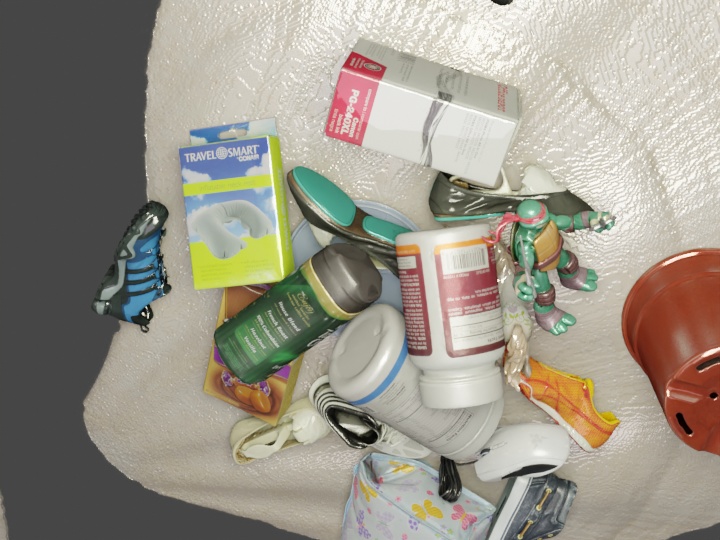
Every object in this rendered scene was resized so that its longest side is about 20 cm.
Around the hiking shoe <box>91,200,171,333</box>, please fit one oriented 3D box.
[{"bbox_3d":[-0.283,-0.008,1.256,0.086,0.075,0.200,25,127,-12],"label":"hiking shoe"}]

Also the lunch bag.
[{"bbox_3d":[0.070,0.364,1.342,0.200,0.127,0.170,25,121,25],"label":"lunch bag"}]

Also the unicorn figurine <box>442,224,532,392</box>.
[{"bbox_3d":[0.178,0.040,1.176,0.074,0.200,0.138,-18,132,-6],"label":"unicorn figurine"}]

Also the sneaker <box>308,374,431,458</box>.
[{"bbox_3d":[0.024,0.220,1.268,0.200,0.115,0.076,29,102,-20],"label":"sneaker"}]

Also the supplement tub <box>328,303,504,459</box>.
[{"bbox_3d":[0.070,0.142,1.208,0.200,0.132,0.132,33,117,-26],"label":"supplement tub"}]

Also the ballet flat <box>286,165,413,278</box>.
[{"bbox_3d":[-0.014,-0.049,1.158,0.200,0.068,0.068,31,125,-6],"label":"ballet flat"}]

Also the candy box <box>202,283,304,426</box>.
[{"bbox_3d":[-0.134,0.099,1.264,0.116,0.056,0.200,23,122,10],"label":"candy box"}]

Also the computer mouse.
[{"bbox_3d":[0.180,0.237,1.250,0.200,0.110,0.044,-21,135,33],"label":"computer mouse"}]

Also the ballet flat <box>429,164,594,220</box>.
[{"bbox_3d":[0.181,-0.091,1.132,0.199,0.068,0.069,2,102,7],"label":"ballet flat"}]

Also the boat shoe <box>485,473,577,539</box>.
[{"bbox_3d":[0.231,0.367,1.347,0.091,0.071,0.201,21,115,3],"label":"boat shoe"}]

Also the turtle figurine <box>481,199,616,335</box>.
[{"bbox_3d":[0.215,-0.021,1.069,0.150,0.101,0.200,-40,140,-8],"label":"turtle figurine"}]

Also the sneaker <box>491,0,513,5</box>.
[{"bbox_3d":[0.082,-0.351,1.037,0.200,0.076,0.088,42,129,-8],"label":"sneaker"}]

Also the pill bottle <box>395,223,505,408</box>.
[{"bbox_3d":[0.106,0.051,1.095,0.114,0.114,0.201,-6,93,12],"label":"pill bottle"}]

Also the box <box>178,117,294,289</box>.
[{"bbox_3d":[-0.153,-0.082,1.168,0.121,0.048,0.201,-6,93,12],"label":"box"}]

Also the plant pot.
[{"bbox_3d":[0.420,0.104,1.122,0.200,0.195,0.201,4,116,8],"label":"plant pot"}]

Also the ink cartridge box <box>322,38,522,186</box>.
[{"bbox_3d":[0.073,-0.179,1.068,0.199,0.145,0.084,18,117,0],"label":"ink cartridge box"}]

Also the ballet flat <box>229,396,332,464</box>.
[{"bbox_3d":[-0.098,0.226,1.336,0.199,0.070,0.070,-22,110,18],"label":"ballet flat"}]

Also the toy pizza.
[{"bbox_3d":[0.000,0.000,1.230,0.199,0.032,0.201,3,114,7],"label":"toy pizza"}]

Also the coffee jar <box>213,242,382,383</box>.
[{"bbox_3d":[-0.071,0.049,1.124,0.200,0.104,0.085,-37,82,20],"label":"coffee jar"}]

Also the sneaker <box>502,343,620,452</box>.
[{"bbox_3d":[0.258,0.154,1.254,0.200,0.073,0.077,40,94,-16],"label":"sneaker"}]
